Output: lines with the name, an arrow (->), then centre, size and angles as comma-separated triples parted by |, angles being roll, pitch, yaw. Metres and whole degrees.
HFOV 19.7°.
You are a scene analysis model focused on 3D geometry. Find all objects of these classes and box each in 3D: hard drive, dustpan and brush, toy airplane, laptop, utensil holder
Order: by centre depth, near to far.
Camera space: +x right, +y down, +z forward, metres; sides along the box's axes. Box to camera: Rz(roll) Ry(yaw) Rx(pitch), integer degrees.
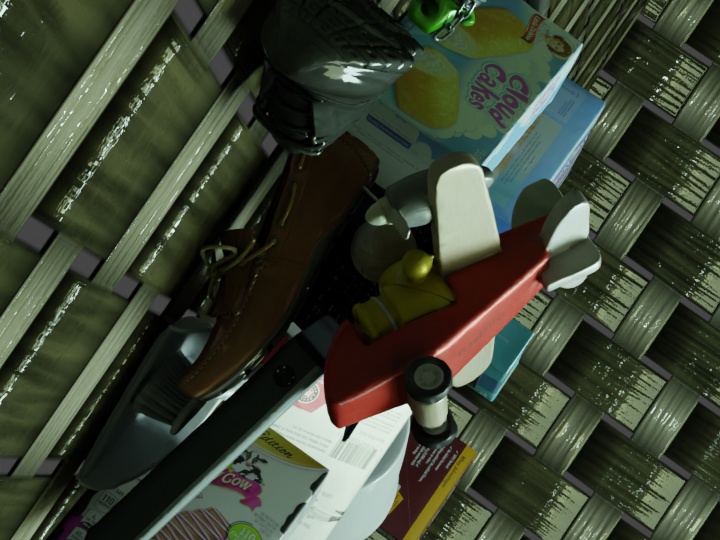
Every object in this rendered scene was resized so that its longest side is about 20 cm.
toy airplane -> 0.059, 0.003, 1.359 | 0.199, 0.141, 0.201 | -8, 130, -56
hard drive -> -0.094, 0.114, 1.407 | 0.200, 0.033, 0.140 | -43, 178, 10
dustpan and brush -> -0.113, 0.084, 1.469 | 0.140, 0.057, 0.200 | -58, 174, 19
laptop -> 0.000, 0.000, 1.546 | 0.103, 0.200, 0.178 | 8, 120, -53
utensil holder -> -0.038, 0.175, 2.057 | 0.170, 0.169, 0.200 | -54, 171, -19

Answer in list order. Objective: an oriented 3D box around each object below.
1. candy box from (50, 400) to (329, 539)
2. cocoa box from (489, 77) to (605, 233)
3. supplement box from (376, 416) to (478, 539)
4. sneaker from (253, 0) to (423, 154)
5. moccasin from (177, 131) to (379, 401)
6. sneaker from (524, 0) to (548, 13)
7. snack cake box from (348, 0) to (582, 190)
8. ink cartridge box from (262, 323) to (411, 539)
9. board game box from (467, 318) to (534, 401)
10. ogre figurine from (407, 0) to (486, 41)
candy box -> -0.132, 0.191, 1.533 | 0.200, 0.136, 0.061 | -53, 174, -35
cocoa box -> 0.122, -0.101, 1.991 | 0.200, 0.133, 0.132 | -52, 172, -36
supplement box -> 0.057, 0.331, 3.446 | 0.198, 0.199, 0.133 | -54, 174, -10
sneaker -> -0.020, -0.103, 1.116 | 0.091, 0.076, 0.200 | -51, 173, 9
moccasin -> -0.065, -0.008, 1.351 | 0.202, 0.077, 0.074 | -59, -171, -3
sneaker -> 0.121, -0.216, 1.694 | 0.200, 0.076, 0.091 | -54, 180, -4
snack cake box -> 0.068, -0.130, 1.502 | 0.200, 0.115, 0.067 | -50, 171, -47
ink cartridge box -> -0.070, 0.146, 1.698 | 0.201, 0.144, 0.084 | -56, -142, 11
board game box -> 0.051, 0.029, 1.809 | 0.047, 0.199, 0.151 | -54, 173, -10
ogre figurine -> 0.105, -0.237, 1.374 | 0.200, 0.098, 0.120 | -27, 173, -46
